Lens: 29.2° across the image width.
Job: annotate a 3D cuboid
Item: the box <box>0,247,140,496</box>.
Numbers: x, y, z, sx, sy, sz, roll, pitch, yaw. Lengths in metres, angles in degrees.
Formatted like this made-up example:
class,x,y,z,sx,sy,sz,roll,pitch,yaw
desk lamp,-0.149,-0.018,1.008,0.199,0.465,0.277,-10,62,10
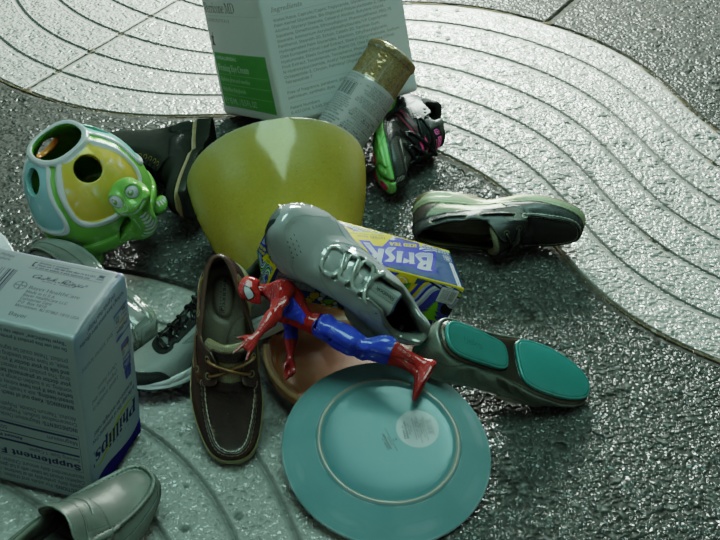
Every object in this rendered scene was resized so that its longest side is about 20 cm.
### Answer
class,x,y,z,sx,sy,sz,roll,pitch,yaw
box,-0.312,0.091,1.270,0.183,0.201,0.105,12,37,13

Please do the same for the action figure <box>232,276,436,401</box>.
class,x,y,z,sx,sy,sz,roll,pitch,yaw
action figure,-0.040,0.078,1.291,0.199,0.065,0.099,31,72,7

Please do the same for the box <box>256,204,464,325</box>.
class,x,y,z,sx,sy,sz,roll,pitch,yaw
box,0.000,0.000,1.393,0.199,0.064,0.070,15,32,-24

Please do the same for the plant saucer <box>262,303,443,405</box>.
class,x,y,z,sx,sy,sz,roll,pitch,yaw
plant saucer,-0.001,0.091,1.416,0.199,0.038,0.201,0,38,0

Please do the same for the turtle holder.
class,x,y,z,sx,sy,sz,roll,pitch,yaw
turtle holder,-0.301,-0.085,1.523,0.140,0.132,0.186,-27,39,0

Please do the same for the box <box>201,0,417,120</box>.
class,x,y,z,sx,sy,sz,roll,pitch,yaw
box,-0.067,-0.294,1.757,0.199,0.172,0.199,-18,18,-24

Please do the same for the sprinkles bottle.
class,x,y,z,sx,sy,sz,roll,pitch,yaw
sprinkles bottle,-0.013,-0.180,1.657,0.068,0.068,0.200,30,84,32

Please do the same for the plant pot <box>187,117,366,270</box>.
class,x,y,z,sx,sy,sz,roll,pitch,yaw
plant pot,-0.079,-0.047,1.492,0.199,0.200,0.143,-7,59,-11

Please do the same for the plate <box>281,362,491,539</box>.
class,x,y,z,sx,sy,sz,roll,pitch,yaw
plate,0.026,0.164,1.292,0.199,0.026,0.201,3,51,-4

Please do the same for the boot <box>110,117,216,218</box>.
class,x,y,z,sx,sy,sz,roll,pitch,yaw
boot,-0.251,-0.117,1.662,0.138,0.078,0.200,-3,26,3

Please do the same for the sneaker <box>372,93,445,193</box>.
class,x,y,z,sx,sy,sz,roll,pitch,yaw
sneaker,0.062,-0.168,1.724,0.083,0.077,0.200,4,38,10

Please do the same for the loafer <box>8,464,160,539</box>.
class,x,y,z,sx,sy,sz,roll,pitch,yaw
loafer,-0.247,0.228,1.188,0.070,0.070,0.200,23,42,25

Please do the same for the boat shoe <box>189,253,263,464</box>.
class,x,y,z,sx,sy,sz,roll,pitch,yaw
boat shoe,-0.130,0.082,1.319,0.072,0.072,0.201,-1,77,-2

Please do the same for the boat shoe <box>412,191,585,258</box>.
class,x,y,z,sx,sy,sz,roll,pitch,yaw
boat shoe,0.156,-0.045,1.579,0.200,0.072,0.066,6,48,6

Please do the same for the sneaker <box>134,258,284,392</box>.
class,x,y,z,sx,sy,sz,roll,pitch,yaw
sneaker,-0.162,0.054,1.401,0.200,0.080,0.074,-30,31,-12

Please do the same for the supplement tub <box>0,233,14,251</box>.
class,x,y,z,sx,sy,sz,roll,pitch,yaw
supplement tub,-0.438,0.049,1.378,0.199,0.132,0.132,-20,42,-27

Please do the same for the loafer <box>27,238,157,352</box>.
class,x,y,z,sx,sy,sz,roll,pitch,yaw
loafer,-0.297,0.028,1.462,0.200,0.070,0.070,31,40,34

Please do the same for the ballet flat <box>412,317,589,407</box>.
class,x,y,z,sx,sy,sz,roll,pitch,yaw
ballet flat,0.137,0.098,1.374,0.199,0.064,0.068,21,49,-29

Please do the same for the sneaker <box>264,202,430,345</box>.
class,x,y,z,sx,sy,sz,roll,pitch,yaw
sneaker,-0.005,0.003,1.293,0.075,0.200,0.087,-58,31,-9
